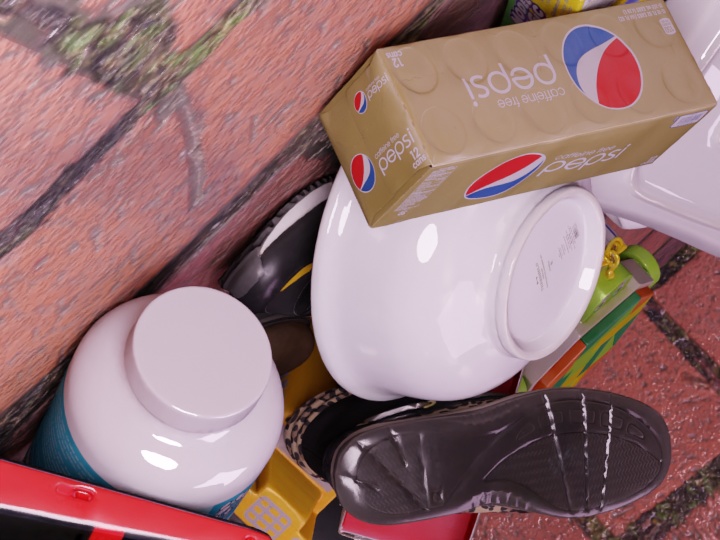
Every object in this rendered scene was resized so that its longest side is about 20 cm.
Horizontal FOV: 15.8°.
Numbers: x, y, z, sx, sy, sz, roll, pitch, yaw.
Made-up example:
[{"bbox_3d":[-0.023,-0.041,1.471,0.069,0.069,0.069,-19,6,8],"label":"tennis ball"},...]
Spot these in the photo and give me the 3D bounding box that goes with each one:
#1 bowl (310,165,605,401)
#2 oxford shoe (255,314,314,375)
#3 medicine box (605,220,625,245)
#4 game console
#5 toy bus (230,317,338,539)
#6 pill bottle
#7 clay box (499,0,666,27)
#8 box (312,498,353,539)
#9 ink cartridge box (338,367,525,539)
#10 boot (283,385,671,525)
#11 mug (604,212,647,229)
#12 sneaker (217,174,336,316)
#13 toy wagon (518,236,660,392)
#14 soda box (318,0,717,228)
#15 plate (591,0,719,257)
[{"bbox_3d":[0.068,-0.011,1.388,0.201,0.090,0.203,-33,134,-42],"label":"bowl"},{"bbox_3d":[-0.084,0.087,1.504,0.200,0.084,0.073,-37,168,-43],"label":"oxford shoe"},{"bbox_3d":[0.062,0.036,1.837,0.200,0.103,0.182,-34,168,-40],"label":"medicine box"},{"bbox_3d":[-0.149,0.153,1.304,0.200,0.175,0.031,123,-24,-58],"label":"game console"},{"bbox_3d":[-0.042,0.103,1.601,0.078,0.065,0.200,-43,-167,16],"label":"toy bus"},{"bbox_3d":[-0.104,0.084,1.306,0.111,0.111,0.200,-37,169,-31],"label":"pill bottle"},{"bbox_3d":[0.130,-0.157,1.415,0.115,0.048,0.200,-41,171,-15],"label":"clay box"},{"bbox_3d":[-0.036,0.192,1.938,0.086,0.164,0.200,-39,169,-24],"label":"box"},{"bbox_3d":[0.052,0.069,1.608,0.176,0.083,0.201,-76,-179,-66],"label":"ink cartridge box"},{"bbox_3d":[0.060,0.098,1.472,0.198,0.074,0.150,-8,-173,-18],"label":"boot"},{"bbox_3d":[0.200,-0.119,1.588,0.175,0.148,0.200,-40,170,0],"label":"mug"},{"bbox_3d":[0.000,0.000,1.435,0.070,0.090,0.200,-46,171,25],"label":"sneaker"},{"bbox_3d":[0.144,0.044,1.776,0.155,0.040,0.200,-39,169,-28],"label":"toy wagon"},{"bbox_3d":[0.081,-0.081,1.304,0.199,0.068,0.064,-13,160,-38],"label":"soda box"},{"bbox_3d":[0.226,-0.097,1.509,0.199,0.032,0.200,17,114,-44],"label":"plate"}]
